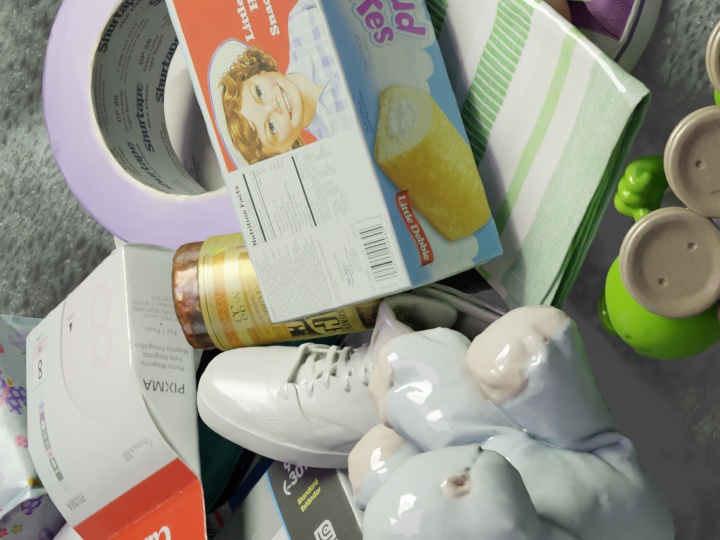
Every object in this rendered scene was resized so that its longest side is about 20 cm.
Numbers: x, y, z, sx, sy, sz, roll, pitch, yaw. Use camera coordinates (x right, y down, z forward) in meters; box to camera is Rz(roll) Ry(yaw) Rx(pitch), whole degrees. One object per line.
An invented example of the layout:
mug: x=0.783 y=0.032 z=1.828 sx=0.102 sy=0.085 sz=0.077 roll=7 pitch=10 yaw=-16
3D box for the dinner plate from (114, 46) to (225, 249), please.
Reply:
dinner plate: x=-0.097 y=-0.062 z=1.404 sx=0.200 sy=0.024 sz=0.201 roll=-13 pitch=72 yaw=45

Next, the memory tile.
memory tile: x=0.214 y=-0.051 z=1.004 sx=0.017 sy=0.153 sz=0.201 roll=-85 pitch=19 yaw=-78

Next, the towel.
towel: x=0.045 y=-0.083 z=1.104 sx=0.200 sy=0.023 sz=0.153 roll=45 pitch=134 yaw=29

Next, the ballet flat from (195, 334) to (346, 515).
ballet flat: x=-0.062 y=0.052 z=1.304 sx=0.200 sy=0.073 sz=0.073 roll=-57 pitch=47 yaw=16

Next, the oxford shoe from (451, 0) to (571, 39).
oxford shoe: x=0.038 y=-0.084 z=1.194 sx=0.071 sy=0.074 sz=0.200 roll=51 pitch=143 yaw=20

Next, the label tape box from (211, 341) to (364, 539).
label tape box: x=-0.030 y=0.154 z=1.239 sx=0.143 sy=0.066 sz=0.200 roll=-52 pitch=45 yaw=29

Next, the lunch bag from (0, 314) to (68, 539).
lunch bag: x=-0.260 y=0.144 z=1.454 sx=0.200 sy=0.127 sz=0.170 roll=-43 pitch=55 yaw=19

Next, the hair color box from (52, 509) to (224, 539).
hair color box: x=-0.155 y=0.218 z=1.369 sx=0.200 sy=0.064 sz=0.111 roll=-50 pitch=49 yaw=24

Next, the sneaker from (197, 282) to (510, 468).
sneaker: x=0.005 y=0.047 z=1.156 sx=0.199 sy=0.116 sz=0.074 roll=10 pitch=47 yaw=17

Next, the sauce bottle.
sauce bottle: x=0.000 y=0.000 z=1.206 sx=0.199 sy=0.066 sz=0.066 roll=-10 pitch=71 yaw=16

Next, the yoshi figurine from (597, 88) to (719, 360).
yoshi figurine: x=0.177 y=-0.032 z=1.051 sx=0.112 sy=0.112 sz=0.200 roll=48 pitch=118 yaw=34

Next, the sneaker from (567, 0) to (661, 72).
sneaker: x=0.102 y=-0.192 z=1.159 sx=0.073 sy=0.114 sz=0.201 roll=8 pitch=88 yaw=45

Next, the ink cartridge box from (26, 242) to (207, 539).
ink cartridge box: x=-0.141 y=0.105 z=1.275 sx=0.162 sy=0.057 sz=0.201 roll=-37 pitch=49 yaw=55

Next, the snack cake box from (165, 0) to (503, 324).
snack cake box: x=-0.018 y=-0.084 z=1.108 sx=0.115 sy=0.067 sz=0.201 roll=-15 pitch=94 yaw=51

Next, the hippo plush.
hippo plush: x=0.060 y=0.133 z=1.025 sx=0.159 sy=0.161 sz=0.200 roll=-36 pitch=99 yaw=34

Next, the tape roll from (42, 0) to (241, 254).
tape roll: x=-0.078 y=-0.105 z=1.301 sx=0.199 sy=0.085 sz=0.201 roll=-1 pitch=87 yaw=25
